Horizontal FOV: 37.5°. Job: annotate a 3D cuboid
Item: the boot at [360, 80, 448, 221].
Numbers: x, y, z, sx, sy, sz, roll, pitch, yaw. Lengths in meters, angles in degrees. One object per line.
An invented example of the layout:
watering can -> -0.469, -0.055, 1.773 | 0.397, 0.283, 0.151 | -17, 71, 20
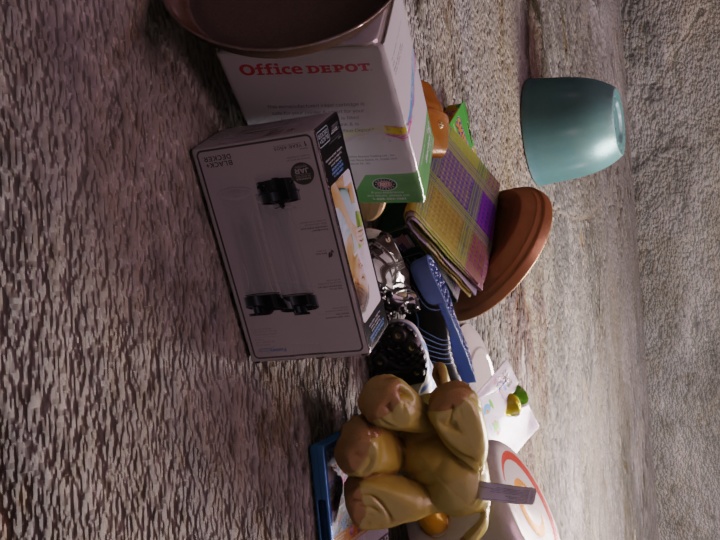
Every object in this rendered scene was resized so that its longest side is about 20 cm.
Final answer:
boot -> 0.047, -0.140, 1.182 | 0.144, 0.071, 0.202 | 14, 64, -44

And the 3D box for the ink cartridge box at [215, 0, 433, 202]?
ink cartridge box -> -0.023, -0.152, 0.933 | 0.200, 0.144, 0.088 | 68, 28, -54

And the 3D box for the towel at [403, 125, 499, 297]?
towel -> 0.111, -0.080, 1.267 | 0.144, 0.023, 0.201 | 45, 40, -27

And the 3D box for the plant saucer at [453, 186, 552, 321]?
plant saucer -> 0.158, -0.028, 1.341 | 0.037, 0.200, 0.201 | 37, 45, -21

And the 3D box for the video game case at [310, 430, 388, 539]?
video game case -> -0.006, 0.265, 1.093 | 0.143, 0.018, 0.201 | -9, 94, -66

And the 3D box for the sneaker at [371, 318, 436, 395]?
sneaker -> 0.063, 0.130, 1.213 | 0.073, 0.071, 0.201 | -67, 147, -49

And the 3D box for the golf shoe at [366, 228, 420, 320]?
golf shoe -> 0.000, 0.000, 1.103 | 0.200, 0.077, 0.095 | 25, 52, -72

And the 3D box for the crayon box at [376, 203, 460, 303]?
crayon box -> 0.089, -0.067, 1.304 | 0.127, 0.051, 0.201 | 54, 37, -29

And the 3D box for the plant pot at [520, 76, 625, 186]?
plant pot -> 0.399, -0.265, 1.956 | 0.200, 0.160, 0.202 | -5, 90, -66

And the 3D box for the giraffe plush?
giraffe plush -> 0.072, 0.173, 1.094 | 0.162, 0.199, 0.173 | -99, -147, -75

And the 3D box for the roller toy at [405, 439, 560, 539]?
roller toy -> 0.138, 0.305, 1.237 | 0.183, 0.139, 0.200 | 63, 18, 7

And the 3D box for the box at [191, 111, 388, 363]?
box -> -0.057, -0.025, 0.906 | 0.060, 0.116, 0.201 | -52, 131, -61

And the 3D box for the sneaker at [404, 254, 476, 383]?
sneaker -> 0.077, 0.071, 1.236 | 0.070, 0.077, 0.201 | -96, 167, -52

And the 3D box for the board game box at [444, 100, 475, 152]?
board game box -> 0.120, -0.153, 1.453 | 0.200, 0.030, 0.096 | -55, 136, -52

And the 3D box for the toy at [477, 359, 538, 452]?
toy -> 0.150, 0.221, 1.397 | 0.200, 0.047, 0.116 | -40, 113, -32

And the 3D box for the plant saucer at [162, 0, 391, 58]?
plant saucer -> -0.060, -0.234, 0.847 | 0.032, 0.199, 0.201 | 81, 18, -54

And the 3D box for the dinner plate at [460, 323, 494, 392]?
dinner plate -> 0.164, 0.176, 1.501 | 0.200, 0.024, 0.202 | -5, 90, -66
